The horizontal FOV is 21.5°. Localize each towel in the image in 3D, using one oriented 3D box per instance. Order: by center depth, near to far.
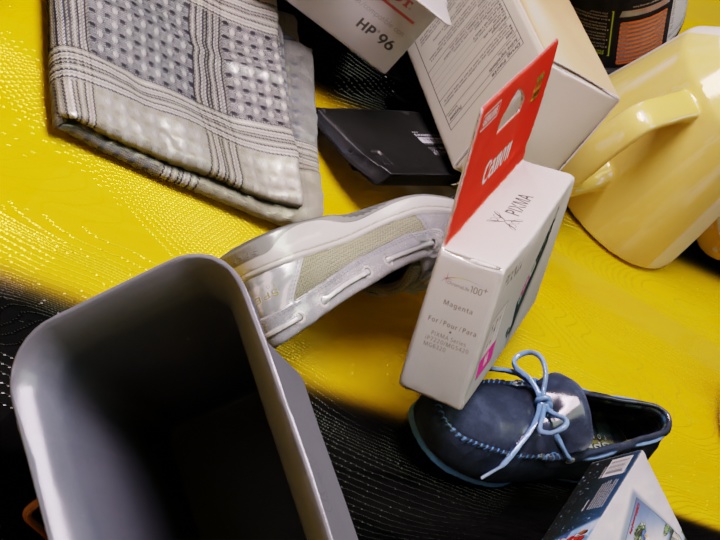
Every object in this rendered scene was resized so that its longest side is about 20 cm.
[{"bbox_3d":[-0.103,-0.129,1.157,0.200,0.035,0.193,23,43,-35],"label":"towel"}]

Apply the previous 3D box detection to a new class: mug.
[{"bbox_3d":[0.235,-0.093,1.398,0.149,0.153,0.187,42,36,-14],"label":"mug"}]

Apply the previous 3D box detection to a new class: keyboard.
[{"bbox_3d":[0.051,-0.066,1.283,0.200,0.040,0.104,-3,42,-51],"label":"keyboard"}]

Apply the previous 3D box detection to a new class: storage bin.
[{"bbox_3d":[-0.071,0.119,0.899,0.134,0.146,0.200,44,23,-63],"label":"storage bin"}]

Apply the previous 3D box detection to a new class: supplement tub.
[{"bbox_3d":[0.189,-0.231,1.424,0.122,0.200,0.123,-1,62,1],"label":"supplement tub"}]

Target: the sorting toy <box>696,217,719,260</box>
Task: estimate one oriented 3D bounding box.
[{"bbox_3d":[0.362,-0.046,1.556,0.200,0.107,0.180,45,28,-7],"label":"sorting toy"}]

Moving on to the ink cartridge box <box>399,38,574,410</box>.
[{"bbox_3d":[0.090,-0.033,1.132,0.044,0.174,0.200,21,24,11],"label":"ink cartridge box"}]

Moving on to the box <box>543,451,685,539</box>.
[{"bbox_3d":[0.144,0.212,1.080,0.137,0.038,0.200,64,34,-12],"label":"box"}]

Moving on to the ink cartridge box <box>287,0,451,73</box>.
[{"bbox_3d":[-0.010,-0.208,1.258,0.116,0.068,0.200,35,21,-21],"label":"ink cartridge box"}]

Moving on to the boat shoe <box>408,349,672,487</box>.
[{"bbox_3d":[0.114,0.087,1.173,0.200,0.069,0.084,3,56,-47],"label":"boat shoe"}]

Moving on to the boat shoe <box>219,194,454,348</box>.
[{"bbox_3d":[0.001,0.000,1.127,0.202,0.074,0.065,-12,79,-53],"label":"boat shoe"}]

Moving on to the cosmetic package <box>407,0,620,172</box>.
[{"bbox_3d":[0.095,-0.152,1.304,0.071,0.105,0.200,23,32,-31],"label":"cosmetic package"}]
